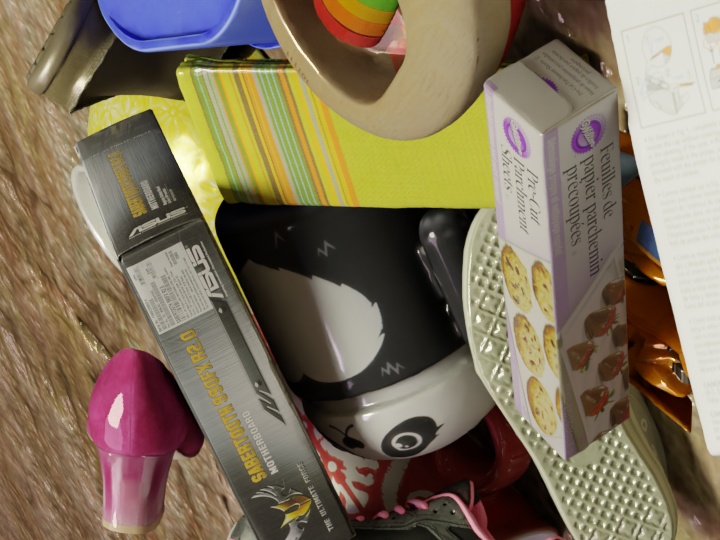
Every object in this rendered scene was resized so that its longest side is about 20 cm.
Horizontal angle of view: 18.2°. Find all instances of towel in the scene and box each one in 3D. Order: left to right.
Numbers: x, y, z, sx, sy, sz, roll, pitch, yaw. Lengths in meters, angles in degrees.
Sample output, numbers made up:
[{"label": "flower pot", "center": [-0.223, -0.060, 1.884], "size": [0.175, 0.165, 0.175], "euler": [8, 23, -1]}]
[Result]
[{"label": "towel", "center": [0.016, -0.064, 1.036], "size": [0.198, 0.018, 0.086], "euler": [2, 134, 22]}]

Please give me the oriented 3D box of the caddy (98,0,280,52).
[{"label": "caddy", "center": [-0.052, -0.175, 1.066], "size": [0.199, 0.104, 0.143], "euler": [5, 103, 59]}]

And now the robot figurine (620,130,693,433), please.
[{"label": "robot figurine", "center": [0.151, 0.028, 0.945], "size": [0.200, 0.058, 0.146], "euler": [43, 155, 37]}]

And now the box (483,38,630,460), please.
[{"label": "box", "center": [0.082, -0.003, 0.921], "size": [0.041, 0.039, 0.201], "euler": [44, 156, 36]}]

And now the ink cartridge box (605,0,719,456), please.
[{"label": "ink cartridge box", "center": [0.171, -0.039, 0.799], "size": [0.160, 0.047, 0.202], "euler": [-11, 92, 52]}]

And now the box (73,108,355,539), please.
[{"label": "box", "center": [-0.077, 0.034, 1.159], "size": [0.201, 0.048, 0.159], "euler": [66, 175, -28]}]

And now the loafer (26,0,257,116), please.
[{"label": "loafer", "center": [-0.105, -0.126, 1.189], "size": [0.067, 0.200, 0.076], "euler": [38, 121, 6]}]

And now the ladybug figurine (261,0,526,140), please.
[{"label": "ladybug figurine", "center": [0.017, -0.128, 0.903], "size": [0.136, 0.072, 0.200], "euler": [56, 160, 3]}]

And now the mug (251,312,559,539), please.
[{"label": "mug", "center": [0.020, 0.099, 1.305], "size": [0.201, 0.177, 0.133], "euler": [54, -163, 23]}]

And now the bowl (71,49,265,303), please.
[{"label": "bowl", "center": [-0.109, -0.054, 1.355], "size": [0.200, 0.107, 0.201], "euler": [47, 156, 28]}]

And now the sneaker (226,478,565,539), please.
[{"label": "sneaker", "center": [0.027, 0.151, 1.184], "size": [0.199, 0.096, 0.079], "euler": [16, 173, 19]}]

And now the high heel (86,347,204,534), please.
[{"label": "high heel", "center": [-0.117, 0.059, 1.202], "size": [0.200, 0.067, 0.097], "euler": [-79, -5, -74]}]

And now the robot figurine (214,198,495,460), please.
[{"label": "robot figurine", "center": [0.000, 0.001, 1.157], "size": [0.150, 0.124, 0.201], "euler": [-108, -7, -73]}]

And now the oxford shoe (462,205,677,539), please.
[{"label": "oxford shoe", "center": [0.101, 0.051, 1.094], "size": [0.058, 0.075, 0.201], "euler": [-72, -39, -69]}]
